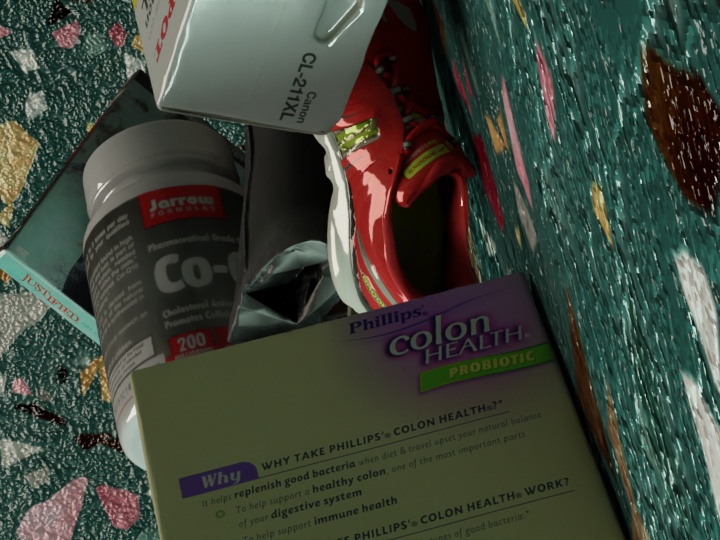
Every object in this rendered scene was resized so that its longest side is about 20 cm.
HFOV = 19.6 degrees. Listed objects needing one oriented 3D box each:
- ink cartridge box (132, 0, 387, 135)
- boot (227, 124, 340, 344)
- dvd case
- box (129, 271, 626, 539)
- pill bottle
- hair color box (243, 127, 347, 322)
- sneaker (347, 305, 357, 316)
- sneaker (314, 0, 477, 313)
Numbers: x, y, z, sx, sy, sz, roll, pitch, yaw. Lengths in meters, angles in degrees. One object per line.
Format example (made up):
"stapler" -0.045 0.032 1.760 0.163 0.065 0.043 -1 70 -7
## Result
"ink cartridge box" -0.048 -0.178 0.920 0.200 0.083 0.146 -108 33 -48
"boot" -0.032 -0.079 1.099 0.165 0.066 0.200 102 175 -48
"dvd case" -0.135 -0.027 1.365 0.146 0.022 0.200 39 -136 -10
"box" 0.013 0.121 0.852 0.097 0.176 0.200 79 175 -49
"pill bottle" -0.105 0.013 1.256 0.114 0.114 0.200 79 176 -56
"hair color box" 0.000 0.000 1.281 0.061 0.101 0.200 85 169 -72
"sneaker" 0.027 0.032 1.120 0.106 0.075 0.200 -101 -2 -75
"sneaker" 0.022 -0.065 0.995 0.085 0.077 0.200 15 121 61
